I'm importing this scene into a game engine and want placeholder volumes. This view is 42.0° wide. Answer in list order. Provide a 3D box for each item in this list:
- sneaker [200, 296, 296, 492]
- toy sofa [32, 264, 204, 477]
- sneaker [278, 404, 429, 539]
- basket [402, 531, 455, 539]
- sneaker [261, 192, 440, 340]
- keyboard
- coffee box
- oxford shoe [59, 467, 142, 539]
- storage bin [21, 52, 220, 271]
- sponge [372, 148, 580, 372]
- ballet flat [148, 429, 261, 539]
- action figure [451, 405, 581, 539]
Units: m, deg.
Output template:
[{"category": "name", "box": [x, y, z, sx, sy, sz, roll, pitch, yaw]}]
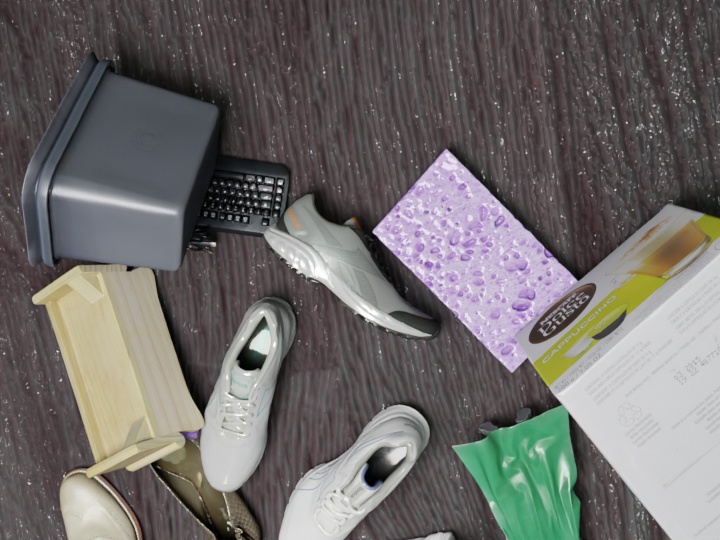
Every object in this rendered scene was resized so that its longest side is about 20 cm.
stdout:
[{"category": "sneaker", "box": [-0.120, 0.123, 0.932, 0.070, 0.080, 0.203, 15, 90, 4]}, {"category": "toy sofa", "box": [-0.242, 0.096, 0.941, 0.082, 0.097, 0.202, -28, 77, 30]}, {"category": "sneaker", "box": [-0.014, 0.216, 0.930, 0.074, 0.087, 0.200, 41, 98, 0]}, {"category": "basket", "box": [0.009, 0.370, 0.882, 0.197, 0.198, 0.163, -11, 95, 6]}, {"category": "sneaker", "box": [0.000, 0.000, 0.923, 0.199, 0.074, 0.080, 37, 89, 2]}, {"category": "keyboard", "box": [-0.175, -0.069, 0.954, 0.197, 0.040, 0.106, 7, 94, 7]}, {"category": "coffee box", "box": [0.283, 0.089, 0.821, 0.199, 0.198, 0.200, -41, 98, 6]}, {"category": "oxford shoe", "box": [-0.263, 0.299, 0.964, 0.070, 0.074, 0.202, -29, 81, 7]}, {"category": "storage bin", "box": [-0.214, -0.085, 0.879, 0.133, 0.201, 0.146, 13, 136, -3]}, {"category": "sponge", "box": [0.117, -0.010, 0.929, 0.200, 0.030, 0.112, 45, 97, 2]}, {"category": "ballet flat", "box": [-0.172, 0.218, 0.967, 0.067, 0.046, 0.201, -36, 89, 7]}, {"category": "action figure", "box": [0.176, 0.240, 0.927, 0.117, 0.055, 0.202, -19, 98, 6]}]
